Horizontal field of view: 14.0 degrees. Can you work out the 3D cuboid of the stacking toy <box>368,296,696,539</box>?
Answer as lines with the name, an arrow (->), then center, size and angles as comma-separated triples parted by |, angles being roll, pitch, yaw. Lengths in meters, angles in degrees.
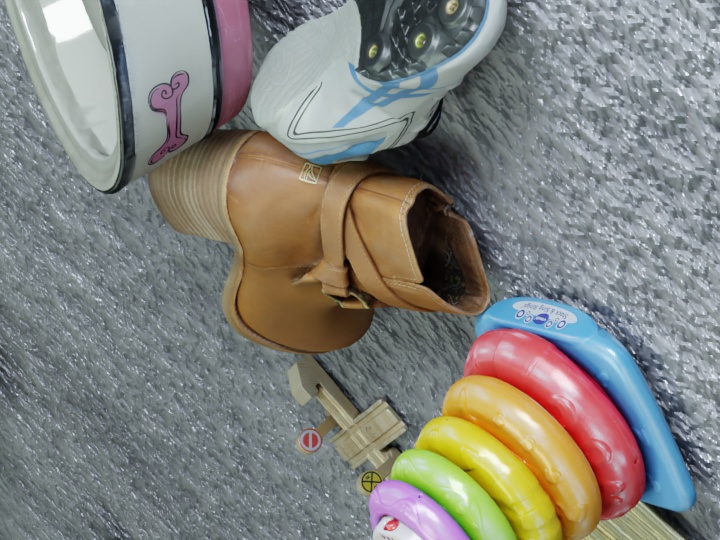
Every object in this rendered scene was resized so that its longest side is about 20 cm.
stacking toy -> 0.046, 0.113, 1.355 | 0.116, 0.200, 0.110 | 14, 139, 54

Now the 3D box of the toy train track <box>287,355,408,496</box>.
toy train track -> 0.021, 0.135, 1.674 | 0.200, 0.033, 0.115 | 49, 159, 2

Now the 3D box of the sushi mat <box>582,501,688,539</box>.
sushi mat -> 0.161, 0.158, 1.459 | 0.200, 0.012, 0.096 | 42, 157, 21

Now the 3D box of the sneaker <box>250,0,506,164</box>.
sneaker -> 0.019, -0.092, 1.278 | 0.072, 0.072, 0.200 | 20, 163, -20

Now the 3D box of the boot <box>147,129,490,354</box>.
boot -> 0.000, 0.000, 1.442 | 0.154, 0.074, 0.200 | 11, 162, 32

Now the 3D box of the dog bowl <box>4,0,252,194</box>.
dog bowl -> -0.114, -0.141, 1.367 | 0.200, 0.074, 0.201 | 162, 90, -74
